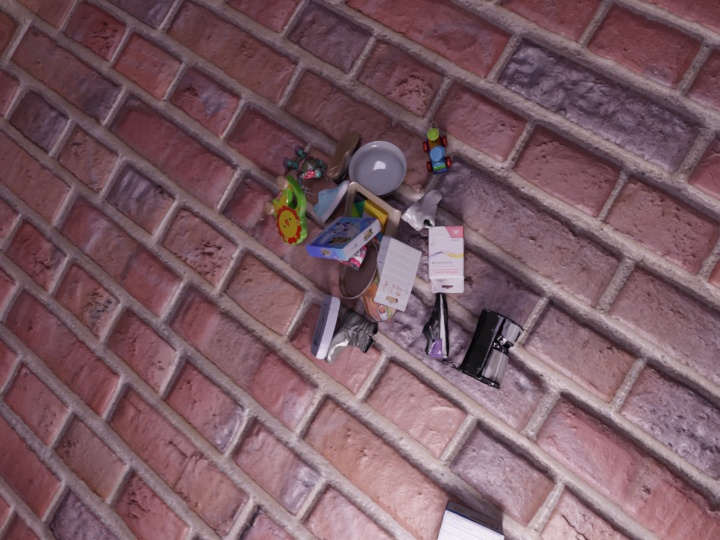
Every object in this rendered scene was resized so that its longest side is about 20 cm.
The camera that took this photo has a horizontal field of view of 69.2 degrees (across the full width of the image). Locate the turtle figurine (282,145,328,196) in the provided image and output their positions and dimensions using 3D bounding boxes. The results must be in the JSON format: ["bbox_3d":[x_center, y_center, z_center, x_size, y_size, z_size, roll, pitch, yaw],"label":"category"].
[{"bbox_3d":[-0.182,-0.354,1.816,0.148,0.103,0.199,-34,56,-23],"label":"turtle figurine"}]

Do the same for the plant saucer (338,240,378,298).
[{"bbox_3d":[0.000,0.000,1.719,0.198,0.032,0.206,-33,46,40],"label":"plant saucer"}]

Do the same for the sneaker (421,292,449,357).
[{"bbox_3d":[0.234,0.173,1.665,0.084,0.075,0.208,-3,82,20],"label":"sneaker"}]

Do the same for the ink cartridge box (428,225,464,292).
[{"bbox_3d":[0.278,-0.035,1.681,0.112,0.067,0.208,-2,82,14],"label":"ink cartridge box"}]

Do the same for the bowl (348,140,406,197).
[{"bbox_3d":[0.062,-0.323,1.753,0.193,0.091,0.209,-3,69,8],"label":"bowl"}]

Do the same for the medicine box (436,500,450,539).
[{"bbox_3d":[0.312,0.827,1.541,0.176,0.103,0.207,17,86,16],"label":"medicine box"}]

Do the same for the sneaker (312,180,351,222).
[{"bbox_3d":[-0.105,-0.245,1.754,0.082,0.074,0.200,41,132,-4],"label":"sneaker"}]

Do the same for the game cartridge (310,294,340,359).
[{"bbox_3d":[-0.117,0.185,1.723,0.040,0.133,0.207,16,87,-20],"label":"game cartridge"}]

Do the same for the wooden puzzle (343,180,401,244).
[{"bbox_3d":[0.032,-0.176,1.714,0.197,0.188,0.037,33,54,15],"label":"wooden puzzle"}]

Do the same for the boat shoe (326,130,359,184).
[{"bbox_3d":[-0.054,-0.393,1.817,0.070,0.065,0.205,14,68,23],"label":"boat shoe"}]

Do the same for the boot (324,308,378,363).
[{"bbox_3d":[-0.030,0.237,1.710,0.129,0.067,0.204,28,88,31],"label":"boot"}]

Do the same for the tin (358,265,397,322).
[{"bbox_3d":[0.061,0.072,1.739,0.109,0.042,0.207,-18,78,15],"label":"tin"}]

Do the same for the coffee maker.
[{"bbox_3d":[0.373,0.226,1.579,0.187,0.135,0.206,24,81,2],"label":"coffee maker"}]

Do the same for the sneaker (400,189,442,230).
[{"bbox_3d":[0.212,-0.186,1.682,0.100,0.078,0.199,51,52,1],"label":"sneaker"}]

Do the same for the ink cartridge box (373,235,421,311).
[{"bbox_3d":[0.110,0.012,1.674,0.046,0.157,0.207,14,86,47],"label":"ink cartridge box"}]

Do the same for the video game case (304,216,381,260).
[{"bbox_3d":[-0.058,-0.108,1.692,0.196,0.046,0.181,7,41,46],"label":"video game case"}]

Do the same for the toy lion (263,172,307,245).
[{"bbox_3d":[-0.242,-0.199,1.799,0.194,0.068,0.201,52,133,15],"label":"toy lion"}]

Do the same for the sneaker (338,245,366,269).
[{"bbox_3d":[-0.048,-0.065,1.738,0.198,0.080,0.076,25,78,49],"label":"sneaker"}]

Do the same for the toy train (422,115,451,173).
[{"bbox_3d":[0.241,-0.436,1.719,0.082,0.116,0.208,-11,80,11],"label":"toy train"}]
